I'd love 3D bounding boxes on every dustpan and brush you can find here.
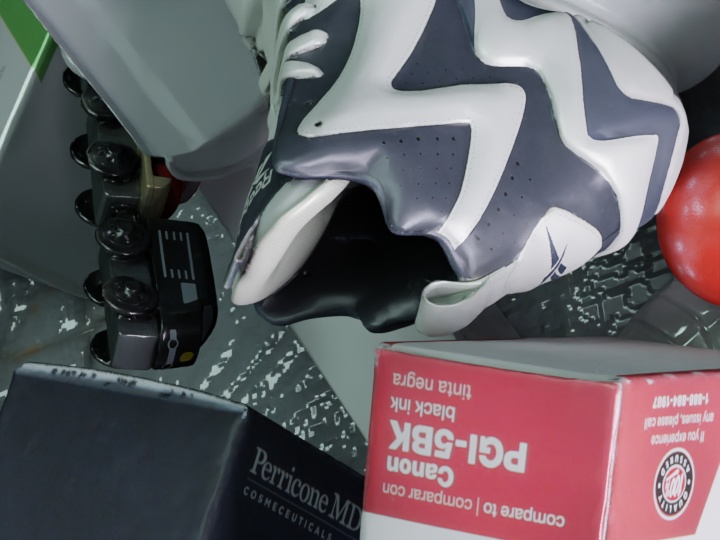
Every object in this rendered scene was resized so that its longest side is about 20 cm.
[{"bbox_3d":[-0.047,-0.098,0.939,0.140,0.199,0.057,50,137,17],"label":"dustpan and brush"}]

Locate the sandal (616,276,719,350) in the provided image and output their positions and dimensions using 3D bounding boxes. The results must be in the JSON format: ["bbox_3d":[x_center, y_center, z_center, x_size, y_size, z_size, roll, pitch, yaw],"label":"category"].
[{"bbox_3d":[0.170,0.012,0.845,0.202,0.050,0.083,-31,68,4],"label":"sandal"}]

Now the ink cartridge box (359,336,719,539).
[{"bbox_3d":[0.064,0.123,0.760,0.082,0.146,0.201,7,93,33],"label":"ink cartridge box"}]

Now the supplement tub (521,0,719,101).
[{"bbox_3d":[0.075,-0.147,0.918,0.144,0.145,0.201,9,74,37],"label":"supplement tub"}]

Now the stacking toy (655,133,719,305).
[{"bbox_3d":[0.184,-0.001,0.783,0.199,0.085,0.086,14,77,22],"label":"stacking toy"}]

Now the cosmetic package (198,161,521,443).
[{"bbox_3d":[0.000,0.000,0.943,0.051,0.082,0.200,-43,51,10],"label":"cosmetic package"}]

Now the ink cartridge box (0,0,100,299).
[{"bbox_3d":[-0.174,-0.088,1.102,0.199,0.084,0.147,18,82,39],"label":"ink cartridge box"}]

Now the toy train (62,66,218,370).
[{"bbox_3d":[-0.075,-0.041,0.914,0.201,0.046,0.034,-102,22,-45],"label":"toy train"}]

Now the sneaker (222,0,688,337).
[{"bbox_3d":[-0.016,-0.051,0.787,0.199,0.080,0.129,41,56,16],"label":"sneaker"}]

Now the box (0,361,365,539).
[{"bbox_3d":[-0.066,0.151,0.876,0.104,0.148,0.201,8,74,37],"label":"box"}]
